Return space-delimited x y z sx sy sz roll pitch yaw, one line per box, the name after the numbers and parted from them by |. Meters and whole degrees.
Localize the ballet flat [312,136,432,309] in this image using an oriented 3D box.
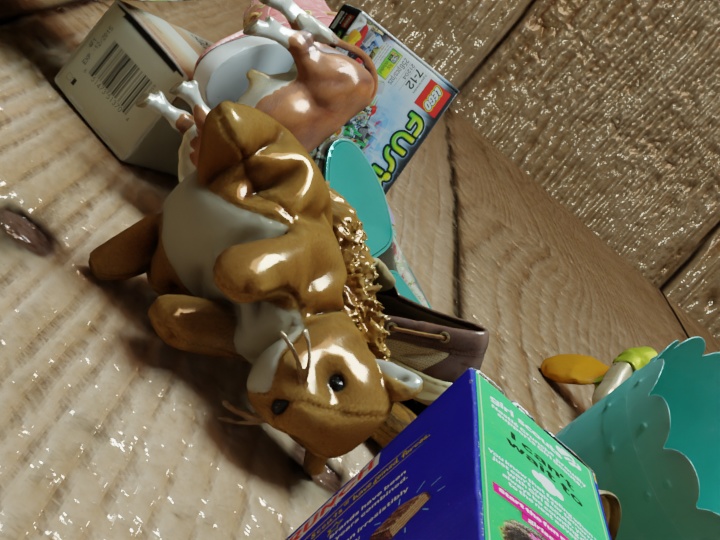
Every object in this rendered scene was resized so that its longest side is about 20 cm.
0.000 0.000 1.034 0.076 0.064 0.200 -24 93 -41 | ballet flat

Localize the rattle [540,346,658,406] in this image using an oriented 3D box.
0.287 0.181 1.460 0.200 0.143 0.130 53 41 -22 | rattle

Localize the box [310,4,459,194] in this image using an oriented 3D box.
-0.025 -0.090 1.055 0.110 0.200 0.035 33 3 -30 | box

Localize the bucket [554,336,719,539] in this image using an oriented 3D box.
0.228 0.164 0.975 0.207 0.135 0.207 33 35 -26 | bucket

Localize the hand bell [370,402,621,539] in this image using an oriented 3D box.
0.059 0.133 0.895 0.200 0.104 0.104 35 7 36 | hand bell

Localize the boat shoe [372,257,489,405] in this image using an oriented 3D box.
0.000 0.022 0.957 0.200 0.072 0.072 29 24 24 | boat shoe

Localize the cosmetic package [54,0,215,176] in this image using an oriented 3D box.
-0.140 -0.136 1.125 0.103 0.087 0.200 47 14 20 | cosmetic package

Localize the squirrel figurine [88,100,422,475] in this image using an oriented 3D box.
-0.033 0.024 0.828 0.187 0.142 0.200 54 19 21 | squirrel figurine

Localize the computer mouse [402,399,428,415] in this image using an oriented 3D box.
0.068 0.144 0.964 0.200 0.034 0.059 52 4 19 | computer mouse

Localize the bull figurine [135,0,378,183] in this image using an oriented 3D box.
-0.079 -0.101 0.970 0.121 0.200 0.065 52 -13 -25 | bull figurine

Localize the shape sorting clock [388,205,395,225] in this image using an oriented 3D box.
-0.007 -0.098 1.198 0.200 0.039 0.200 61 13 -25 | shape sorting clock

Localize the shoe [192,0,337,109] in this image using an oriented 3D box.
-0.074 -0.174 1.077 0.091 0.072 0.200 41 36 26 | shoe

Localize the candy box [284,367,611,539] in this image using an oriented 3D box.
0.007 0.140 0.481 0.077 0.169 0.200 43 13 -8 | candy box
